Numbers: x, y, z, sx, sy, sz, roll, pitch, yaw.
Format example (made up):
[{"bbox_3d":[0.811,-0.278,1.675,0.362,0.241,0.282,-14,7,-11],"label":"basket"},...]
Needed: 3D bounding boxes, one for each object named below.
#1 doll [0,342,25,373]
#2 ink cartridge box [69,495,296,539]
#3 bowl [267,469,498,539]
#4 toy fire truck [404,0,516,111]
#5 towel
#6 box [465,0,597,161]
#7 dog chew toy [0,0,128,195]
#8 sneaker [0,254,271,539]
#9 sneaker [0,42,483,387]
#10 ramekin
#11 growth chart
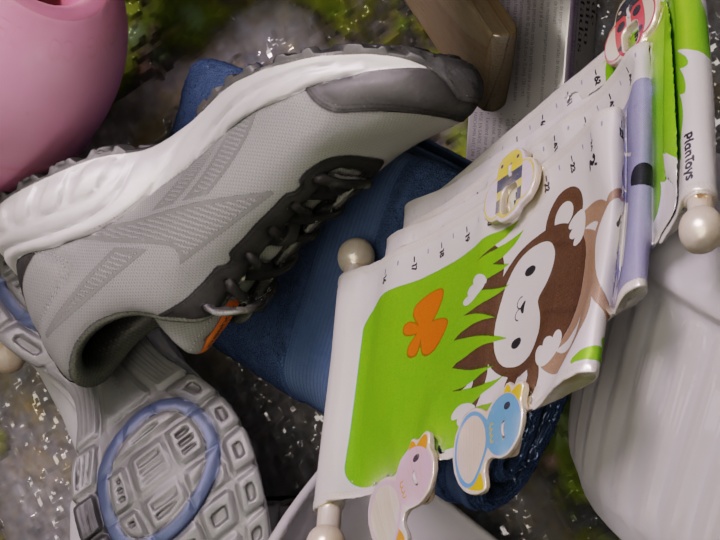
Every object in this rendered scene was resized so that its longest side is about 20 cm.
[{"bbox_3d":[-0.193,0.008,0.879,0.136,0.048,0.201,31,94,28],"label":"doll"},{"bbox_3d":[-0.069,0.191,0.835,0.094,0.037,0.202,-1,86,21],"label":"ink cartridge box"},{"bbox_3d":[0.030,0.173,0.700,0.199,0.200,0.075,38,111,-2],"label":"bowl"},{"bbox_3d":[-0.021,-0.158,0.743,0.198,0.177,0.130,18,63,12],"label":"toy fire truck"},{"bbox_3d":[0.000,0.000,0.774,0.199,0.048,0.113,31,107,38],"label":"towel"},{"bbox_3d":[0.063,-0.051,0.784,0.041,0.039,0.202,3,91,21],"label":"box"},{"bbox_3d":[-0.176,-0.063,0.789,0.200,0.124,0.125,-39,75,36],"label":"dog chew toy"},{"bbox_3d":[-0.082,0.059,0.806,0.074,0.087,0.201,-28,66,1],"label":"sneaker"},{"bbox_3d":[-0.039,-0.021,0.728,0.199,0.074,0.080,-26,75,28],"label":"sneaker"},{"bbox_3d":[0.161,0.045,0.666,0.199,0.200,0.106,23,107,20],"label":"ramekin"},{"bbox_3d":[0.046,-0.001,0.651,0.200,0.018,0.146,-42,34,36],"label":"growth chart"}]
